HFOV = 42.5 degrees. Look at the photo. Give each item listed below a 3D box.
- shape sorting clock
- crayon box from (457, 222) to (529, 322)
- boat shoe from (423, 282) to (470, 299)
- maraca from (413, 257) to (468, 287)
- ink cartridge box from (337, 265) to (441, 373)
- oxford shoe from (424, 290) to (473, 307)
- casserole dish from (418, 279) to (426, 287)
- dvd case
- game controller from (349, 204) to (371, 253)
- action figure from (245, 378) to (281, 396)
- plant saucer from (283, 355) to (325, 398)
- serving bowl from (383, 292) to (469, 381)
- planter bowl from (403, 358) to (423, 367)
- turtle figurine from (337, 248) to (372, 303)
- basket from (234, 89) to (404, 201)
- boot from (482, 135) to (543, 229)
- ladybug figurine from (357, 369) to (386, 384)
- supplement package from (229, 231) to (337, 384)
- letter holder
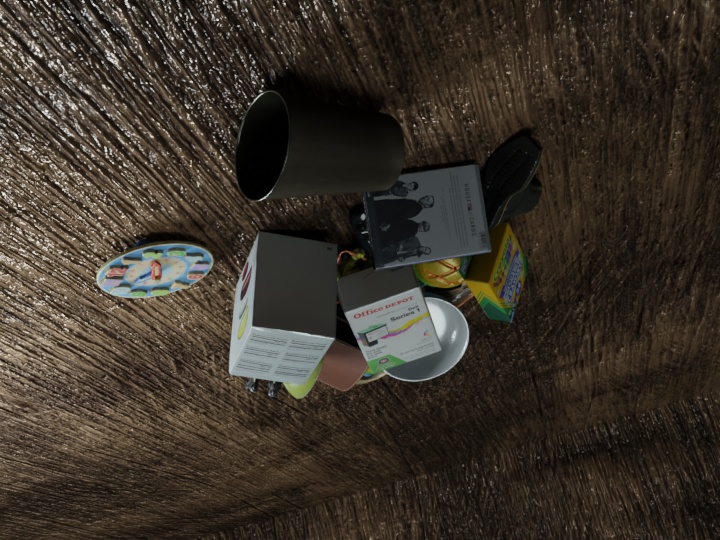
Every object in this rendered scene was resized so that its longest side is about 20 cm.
[{"bbox_3d":[-0.352,0.002,1.598,0.200,0.039,0.200,-11,155,-5],"label":"shape sorting clock"},{"bbox_3d":[0.247,-0.004,1.688,0.052,0.126,0.200,9,158,30],"label":"crayon box"},{"bbox_3d":[0.213,0.004,1.834,0.200,0.076,0.072,-32,163,23],"label":"boat shoe"},{"bbox_3d":[0.158,-0.051,1.685,0.137,0.107,0.200,-11,129,-12],"label":"maraca"},{"bbox_3d":[0.054,0.085,1.717,0.145,0.084,0.200,-19,137,3],"label":"ink cartridge box"},{"bbox_3d":[0.206,0.024,1.915,0.200,0.071,0.073,-24,138,5],"label":"oxford shoe"},{"bbox_3d":[0.078,0.028,1.823,0.200,0.039,0.121,-30,-174,32],"label":"casserole dish"},{"bbox_3d":[0.109,-0.089,1.525,0.200,0.151,0.025,-9,-179,-11],"label":"dvd case"},{"bbox_3d":[0.084,-0.093,1.601,0.200,0.042,0.104,-19,137,12],"label":"game controller"},{"bbox_3d":[-0.195,0.167,1.958,0.119,0.102,0.200,4,124,-17],"label":"action figure"},{"bbox_3d":[-0.115,0.147,1.803,0.031,0.200,0.200,15,145,-21],"label":"plant saucer"},{"bbox_3d":[0.115,0.124,1.865,0.200,0.066,0.200,-4,119,-7],"label":"serving bowl"},{"bbox_3d":[0.092,0.130,1.988,0.200,0.200,0.084,-3,117,-23],"label":"planter bowl"},{"bbox_3d":[0.000,0.000,1.746,0.161,0.064,0.200,-13,147,-19],"label":"turtle figurine"},{"bbox_3d":[-0.050,-0.170,1.297,0.200,0.136,0.180,-3,157,-31],"label":"basket"},{"bbox_3d":[0.278,-0.160,1.579,0.138,0.078,0.200,-18,155,-37],"label":"boot"},{"bbox_3d":[0.025,0.206,2.176,0.136,0.072,0.200,7,147,-39],"label":"ladybug figurine"},{"bbox_3d":[-0.138,0.070,1.643,0.147,0.191,0.200,10,148,-15],"label":"supplement package"},{"bbox_3d":[-0.043,0.154,1.931,0.142,0.101,0.200,26,147,-3],"label":"letter holder"}]
